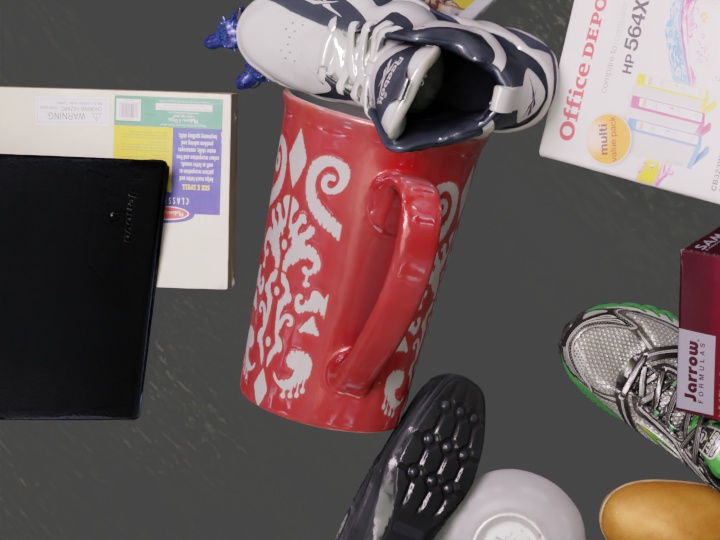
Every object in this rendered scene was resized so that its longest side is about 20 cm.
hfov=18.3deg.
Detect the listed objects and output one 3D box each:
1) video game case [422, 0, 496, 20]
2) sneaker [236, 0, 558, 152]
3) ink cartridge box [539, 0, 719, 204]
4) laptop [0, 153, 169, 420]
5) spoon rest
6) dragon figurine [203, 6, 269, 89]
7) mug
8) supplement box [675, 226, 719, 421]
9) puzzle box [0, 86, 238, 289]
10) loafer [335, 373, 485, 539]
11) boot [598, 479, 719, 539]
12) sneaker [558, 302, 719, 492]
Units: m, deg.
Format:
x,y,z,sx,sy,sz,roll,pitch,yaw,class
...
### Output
x,y,z,sx,sy,sz,roll,pitch,yaw,class
0.037,-0.261,1.409,0.200,0.023,0.182,46,71,2,video game case
0.011,-0.121,1.310,0.199,0.130,0.080,20,104,9,sneaker
0.212,-0.109,1.364,0.200,0.125,0.129,17,98,29,ink cartridge box
-0.250,-0.005,1.499,0.200,0.116,0.187,21,113,33,laptop
0.076,0.226,1.484,0.099,0.061,0.200,29,86,4,spoon rest
0.000,-0.172,1.426,0.200,0.099,0.059,-25,92,10,dragon figurine
-0.010,-0.003,1.412,0.133,0.178,0.200,15,102,9,mug
0.288,0.046,1.315,0.200,0.061,0.109,11,112,34,supplement box
-0.181,-0.056,1.503,0.200,0.025,0.133,3,96,8,puzzle box
0.021,0.159,1.472,0.068,0.070,0.201,27,84,-28,loafer
0.245,0.191,1.402,0.201,0.144,0.071,20,97,7,boot
0.216,0.087,1.426,0.200,0.085,0.078,32,99,5,sneaker
